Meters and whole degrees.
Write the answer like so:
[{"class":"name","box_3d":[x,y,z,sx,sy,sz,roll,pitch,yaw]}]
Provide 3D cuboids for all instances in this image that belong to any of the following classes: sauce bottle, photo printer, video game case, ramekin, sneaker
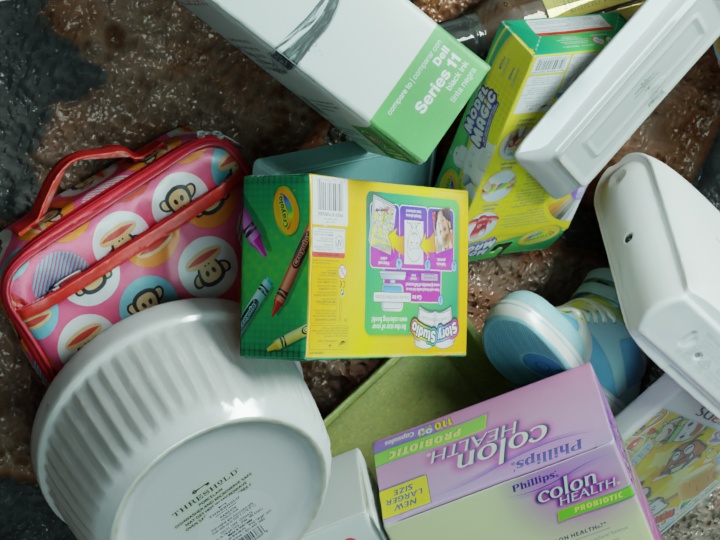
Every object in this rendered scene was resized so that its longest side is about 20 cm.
[{"class":"sauce bottle","box_3d":[0.131,-0.184,1.434,0.198,0.065,0.065,-16,115,-19]},{"class":"photo printer","box_3d":[0.253,0.010,1.489,0.069,0.201,0.166,-37,122,22]},{"class":"video game case","box_3d":[0.222,0.164,1.556,0.200,0.023,0.181,-43,144,20]},{"class":"ramekin","box_3d":[-0.113,0.129,1.327,0.199,0.105,0.201,-18,132,-21]},{"class":"sneaker","box_3d":[0.165,0.036,1.500,0.200,0.079,0.131,48,59,-50]}]

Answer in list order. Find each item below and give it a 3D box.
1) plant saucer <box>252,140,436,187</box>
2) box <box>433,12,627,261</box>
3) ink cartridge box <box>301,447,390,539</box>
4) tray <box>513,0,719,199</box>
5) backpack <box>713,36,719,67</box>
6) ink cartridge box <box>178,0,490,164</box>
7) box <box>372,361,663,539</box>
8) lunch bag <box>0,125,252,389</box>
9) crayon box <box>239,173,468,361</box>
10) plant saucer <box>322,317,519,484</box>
[{"class":"plant saucer","box_3d":[-0.008,-0.056,1.390,0.199,0.019,0.071,-17,119,-51]},{"class":"box","box_3d":[0.124,-0.092,1.434,0.117,0.048,0.201,-9,134,-35]},{"class":"ink cartridge box","box_3d":[-0.060,0.238,1.447,0.198,0.084,0.146,-22,122,7]},{"class":"tray","box_3d":[0.195,-0.135,1.385,0.200,0.022,0.107,-49,154,4]},{"class":"backpack","box_3d":[0.349,-0.191,1.486,0.199,0.135,0.183,-34,126,-10]},{"class":"ink cartridge box","box_3d":[-0.031,-0.164,1.292,0.199,0.147,0.083,37,88,-16]},{"class":"box","box_3d":[0.126,0.196,1.449,0.175,0.097,0.201,-21,124,8]},{"class":"lunch bag","box_3d":[-0.154,-0.008,1.360,0.199,0.082,0.177,-34,115,-13]},{"class":"crayon box","box_3d":[0.000,0.000,1.335,0.199,0.058,0.120,3,88,-56]},{"class":"plant saucer","box_3d":[0.041,0.149,1.523,0.200,0.048,0.200,-42,120,-6]}]
